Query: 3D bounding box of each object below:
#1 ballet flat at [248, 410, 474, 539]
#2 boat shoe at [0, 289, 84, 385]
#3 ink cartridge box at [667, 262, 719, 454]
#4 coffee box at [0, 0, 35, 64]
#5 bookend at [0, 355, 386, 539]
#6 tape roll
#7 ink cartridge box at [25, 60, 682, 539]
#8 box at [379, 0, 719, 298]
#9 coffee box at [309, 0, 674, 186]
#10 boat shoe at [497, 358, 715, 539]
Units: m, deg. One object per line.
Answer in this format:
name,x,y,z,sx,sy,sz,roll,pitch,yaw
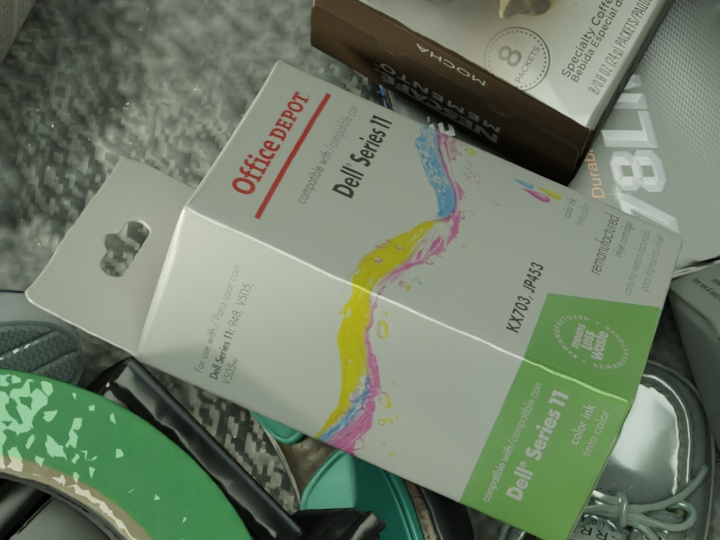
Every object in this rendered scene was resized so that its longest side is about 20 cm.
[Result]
ballet flat,0.001,0.060,0.998,0.073,0.073,0.200,-31,76,-6
boat shoe,-0.202,0.039,0.979,0.199,0.074,0.067,-16,44,-14
ink cartridge box,0.229,0.042,0.970,0.199,0.088,0.146,-22,103,-3
coffee box,-0.177,-0.122,1.002,0.114,0.080,0.201,24,68,3
bookend,-0.134,0.087,0.898,0.200,0.092,0.199,-45,95,-12
tape roll,-0.121,0.130,0.824,0.199,0.048,0.202,1,85,-11
ink cartridge box,0.000,0.000,0.932,0.199,0.117,0.068,23,123,2
box,0.104,-0.089,1.035,0.197,0.050,0.201,-12,79,-4
coffee box,0.078,-0.148,0.981,0.113,0.080,0.201,30,79,5
boat shoe,0.076,0.126,0.985,0.074,0.065,0.203,25,81,4
